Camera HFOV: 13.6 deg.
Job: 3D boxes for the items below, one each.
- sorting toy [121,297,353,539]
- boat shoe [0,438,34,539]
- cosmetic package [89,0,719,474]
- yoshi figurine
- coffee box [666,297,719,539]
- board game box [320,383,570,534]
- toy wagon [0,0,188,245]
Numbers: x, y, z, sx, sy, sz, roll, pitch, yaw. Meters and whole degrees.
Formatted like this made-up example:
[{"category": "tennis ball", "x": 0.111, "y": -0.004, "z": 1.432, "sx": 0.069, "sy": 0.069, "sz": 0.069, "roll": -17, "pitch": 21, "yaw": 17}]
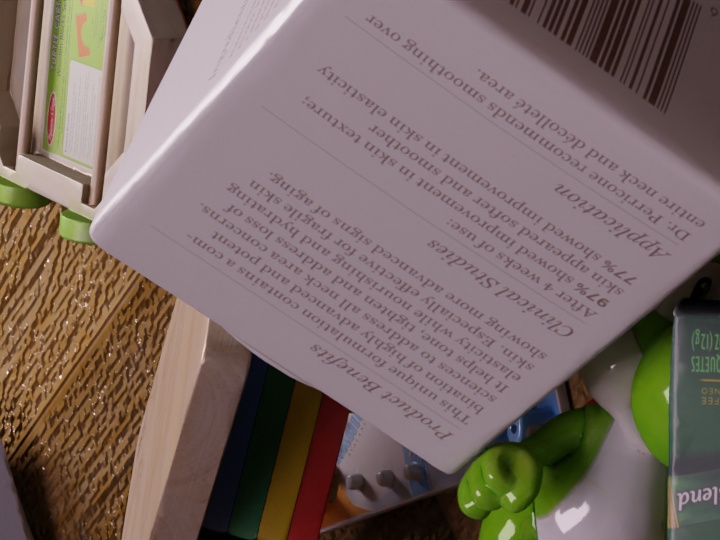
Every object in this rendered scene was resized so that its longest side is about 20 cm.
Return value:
[{"category": "sorting toy", "x": -0.046, "y": 0.061, "z": 1.222, "sx": 0.200, "sy": 0.069, "sz": 0.200, "roll": -86, "pitch": 11, "yaw": -56}, {"category": "boat shoe", "x": -0.192, "y": 0.169, "z": 1.537, "sx": 0.070, "sy": 0.071, "sz": 0.201, "roll": 120, "pitch": 133, "yaw": -73}, {"category": "cosmetic package", "x": 0.038, "y": -0.069, "z": 1.073, "sx": 0.200, "sy": 0.167, "sz": 0.167, "roll": -42, "pitch": 19, "yaw": 46}, {"category": "yoshi figurine", "x": 0.103, "y": 0.079, "z": 1.113, "sx": 0.112, "sy": 0.112, "sz": 0.201, "roll": 35, "pitch": 119, "yaw": 27}, {"category": "coffee box", "x": 0.165, "y": 0.113, "z": 1.024, "sx": 0.122, "sy": 0.044, "sz": 0.201, "roll": 3, "pitch": 96, "yaw": 12}, {"category": "board game box", "x": 0.000, "y": 0.000, "z": 1.293, "sx": 0.200, "sy": 0.026, "sz": 0.201, "roll": -25, "pitch": 74, "yaw": 51}, {"category": "toy wagon", "x": -0.150, "y": -0.105, "z": 1.469, "sx": 0.200, "sy": 0.039, "sz": 0.156, "roll": 24, "pitch": 112, "yaw": 50}]
